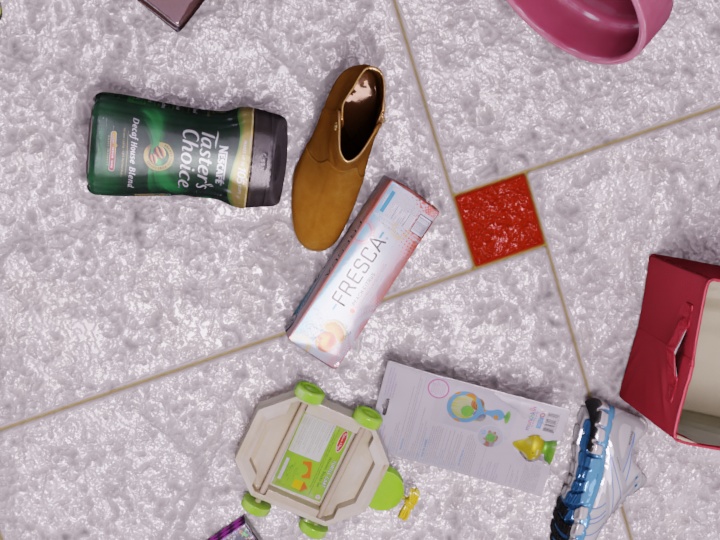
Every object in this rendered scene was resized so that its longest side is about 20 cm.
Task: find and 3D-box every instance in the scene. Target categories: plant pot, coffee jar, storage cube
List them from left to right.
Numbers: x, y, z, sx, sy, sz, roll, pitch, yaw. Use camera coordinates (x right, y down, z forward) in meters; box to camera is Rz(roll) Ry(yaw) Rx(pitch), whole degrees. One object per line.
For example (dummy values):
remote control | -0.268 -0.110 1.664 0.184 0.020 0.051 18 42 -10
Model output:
coffee jar | -0.174 -0.120 1.327 0.199 0.085 0.105 4 98 -8
plant pot | 0.250 -0.337 1.301 0.200 0.200 0.179 43 76 -11
storage cube | 0.397 0.090 1.380 0.199 0.180 0.172 9 97 -9

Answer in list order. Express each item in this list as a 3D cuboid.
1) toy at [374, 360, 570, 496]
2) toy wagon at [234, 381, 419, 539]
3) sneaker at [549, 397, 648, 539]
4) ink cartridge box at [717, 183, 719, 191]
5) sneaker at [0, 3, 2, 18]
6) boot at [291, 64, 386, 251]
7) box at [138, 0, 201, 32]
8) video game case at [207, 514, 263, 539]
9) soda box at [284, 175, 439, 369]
toy | 0.116 0.163 1.417 0.199 0.047 0.116 17 117 5
toy wagon | -0.032 0.212 1.409 0.199 0.040 0.156 23 105 -10
sneaker | 0.270 0.246 1.445 0.086 0.075 0.201 13 97 -14
ink cartridge box | 0.477 -0.147 1.386 0.067 0.116 0.200 32 94 -11
sneaker | -0.439 -0.295 1.266 0.200 0.090 0.078 36 91 -12
boot | -0.023 -0.109 1.317 0.070 0.144 0.202 14 97 -8
box | -0.180 -0.358 1.250 0.166 0.164 0.200 37 93 -11
video game case | -0.157 0.396 1.432 0.200 0.036 0.182 -35 101 -1
soda box | 0.000 0.000 1.374 0.063 0.068 0.200 33 93 -10
